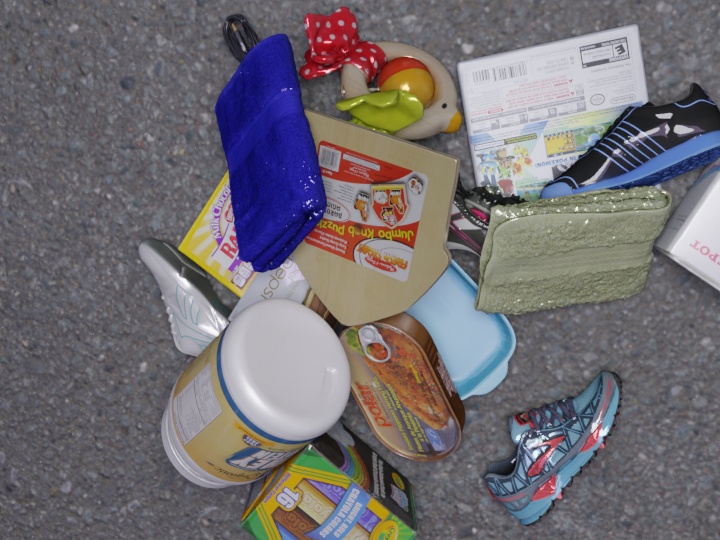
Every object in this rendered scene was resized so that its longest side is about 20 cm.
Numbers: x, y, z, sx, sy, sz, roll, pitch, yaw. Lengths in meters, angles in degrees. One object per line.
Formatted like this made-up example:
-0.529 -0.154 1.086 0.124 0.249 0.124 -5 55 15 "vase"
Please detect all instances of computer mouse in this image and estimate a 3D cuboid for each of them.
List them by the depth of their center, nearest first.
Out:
-0.105 -0.192 0.935 0.058 0.034 0.204 -22 85 44 "computer mouse"

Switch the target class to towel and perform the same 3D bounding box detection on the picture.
-0.098 -0.116 0.847 0.148 0.049 0.203 -44 54 50 "towel"
0.218 -0.016 0.875 0.196 0.037 0.150 -7 134 -7 "towel"

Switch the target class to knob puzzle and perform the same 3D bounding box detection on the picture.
0.005 -0.041 0.844 0.216 0.030 0.224 9 109 27 "knob puzzle"

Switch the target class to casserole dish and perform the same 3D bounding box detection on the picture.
0.087 0.054 0.954 0.121 0.039 0.200 -44 89 11 "casserole dish"

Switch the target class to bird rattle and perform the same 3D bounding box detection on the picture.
0.022 -0.193 0.898 0.160 0.202 0.114 -4 138 -20 "bird rattle"

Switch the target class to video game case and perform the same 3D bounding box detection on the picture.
0.216 -0.155 0.919 0.196 0.022 0.186 -10 95 8 "video game case"

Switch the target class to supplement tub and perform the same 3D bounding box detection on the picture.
-0.115 0.136 0.879 0.145 0.145 0.200 48 133 0 "supplement tub"

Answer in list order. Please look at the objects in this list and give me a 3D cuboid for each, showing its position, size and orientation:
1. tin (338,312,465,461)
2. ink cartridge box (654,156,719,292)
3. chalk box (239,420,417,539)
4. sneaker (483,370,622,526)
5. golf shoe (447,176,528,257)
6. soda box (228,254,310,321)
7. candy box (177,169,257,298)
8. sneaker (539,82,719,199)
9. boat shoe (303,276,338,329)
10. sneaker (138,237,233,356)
0.045 0.127 0.930 0.110 0.042 0.202 -13 119 26 "tin"
0.423 -0.065 0.868 0.144 0.087 0.202 33 98 3 "ink cartridge box"
-0.017 0.275 0.945 0.200 0.125 0.124 42 100 -7 "chalk box"
0.210 0.185 0.933 0.095 0.079 0.202 35 100 4 "sneaker"
0.085 -0.071 0.915 0.198 0.077 0.089 33 121 18 "golf shoe"
-0.066 -0.012 0.952 0.063 0.068 0.202 34 100 4 "soda box"
-0.119 -0.077 0.973 0.102 0.026 0.202 35 100 6 "candy box"
0.275 -0.124 0.876 0.197 0.070 0.079 -21 72 15 "sneaker"
0.000 0.000 0.903 0.067 0.072 0.202 37 111 16 "boat shoe"
-0.198 0.050 0.979 0.080 0.070 0.201 -41 91 13 "sneaker"
